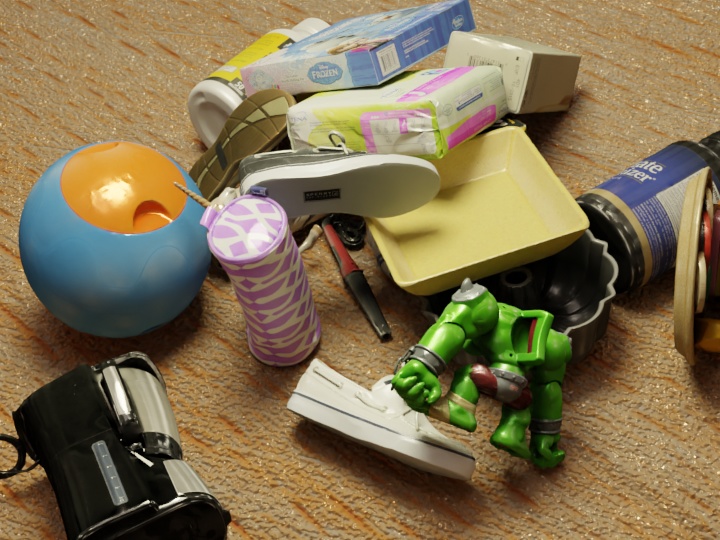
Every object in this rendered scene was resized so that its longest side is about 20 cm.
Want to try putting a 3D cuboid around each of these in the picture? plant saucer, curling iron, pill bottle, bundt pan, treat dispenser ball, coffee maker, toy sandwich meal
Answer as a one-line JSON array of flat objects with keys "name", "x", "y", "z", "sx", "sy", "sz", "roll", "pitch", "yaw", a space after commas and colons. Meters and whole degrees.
[{"name": "plant saucer", "x": 0.105, "y": -0.053, "z": 1.349, "sx": 0.197, "sy": 0.049, "sz": 0.201, "roll": -17, "pitch": 39, "yaw": -7}, {"name": "curling iron", "x": 0.000, "y": 0.000, "z": 1.437, "sx": 0.049, "sy": 0.026, "sz": 0.201, "roll": -16, "pitch": 42, "yaw": -4}, {"name": "pill bottle", "x": 0.319, "y": -0.066, "z": 1.389, "sx": 0.199, "sy": 0.113, "sz": 0.112, "roll": -29, "pitch": 45, "yaw": -21}, {"name": "bundt pan", "x": 0.158, "y": 0.034, "z": 1.329, "sx": 0.199, "sy": 0.076, "sz": 0.203, "roll": -7, "pitch": 39, "yaw": 6}, {"name": "treat dispenser ball", "x": -0.252, "y": -0.032, "z": 1.385, "sx": 0.198, "sy": 0.203, "sz": 0.202, "roll": -5, "pitch": 41, "yaw": 4}, {"name": "pill bottle", "x": -0.109, "y": -0.227, "z": 1.647, "sx": 0.110, "sy": 0.112, "sz": 0.200, "roll": 23, "pitch": 50, "yaw": 31}, {"name": "coffee maker", "x": -0.233, "y": 0.200, "z": 1.198, "sx": 0.191, "sy": 0.135, "sz": 0.201, "roll": -38, "pitch": 43, "yaw": 3}, {"name": "toy sandwich meal", "x": 0.340, "y": -0.001, "z": 1.264, "sx": 0.069, "sy": 0.207, "sz": 0.206, "roll": 5, "pitch": 43, "yaw": 18}]

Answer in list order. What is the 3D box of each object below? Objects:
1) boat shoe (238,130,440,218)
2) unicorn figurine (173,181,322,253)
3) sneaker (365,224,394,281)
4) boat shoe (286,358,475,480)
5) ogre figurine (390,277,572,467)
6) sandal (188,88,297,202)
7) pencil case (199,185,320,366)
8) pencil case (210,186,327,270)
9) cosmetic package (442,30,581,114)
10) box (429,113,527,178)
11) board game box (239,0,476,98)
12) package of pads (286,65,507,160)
[{"name": "boat shoe", "x": -0.022, "y": -0.094, "z": 1.319, "sx": 0.196, "sy": 0.074, "sz": 0.069, "roll": -8, "pitch": 45, "yaw": -4}, {"name": "unicorn figurine", "x": -0.097, "y": -0.042, "z": 1.377, "sx": 0.073, "sy": 0.201, "sz": 0.137, "roll": 29, "pitch": 58, "yaw": 32}, {"name": "sneaker", "x": 0.109, "y": -0.039, "z": 1.442, "sx": 0.197, "sy": 0.076, "sz": 0.089, "roll": -15, "pitch": 57, "yaw": -2}, {"name": "boat shoe", "x": 0.029, "y": 0.125, "z": 1.243, "sx": 0.200, "sy": 0.075, "sz": 0.087, "roll": 18, "pitch": 78, "yaw": 35}, {"name": "ogre figurine", "x": 0.122, "y": 0.090, "z": 1.177, "sx": 0.198, "sy": 0.098, "sz": 0.121, "roll": 25, "pitch": 81, "yaw": -14}, {"name": "sandal", "x": -0.130, "y": -0.132, "z": 1.525, "sx": 0.054, "sy": 0.200, "sz": 0.081, "roll": 15, "pitch": 43, "yaw": -39}, {"name": "pencil case", "x": -0.095, "y": 0.013, "z": 1.309, "sx": 0.084, "sy": 0.201, "sz": 0.085, "roll": 6, "pitch": 53, "yaw": 17}, {"name": "pencil case", "x": -0.093, "y": -0.078, "z": 1.501, "sx": 0.199, "sy": 0.079, "sz": 0.089, "roll": -30, "pitch": 31, "yaw": -22}, {"name": "cosmetic package", "x": 0.176, "y": -0.229, "z": 1.552, "sx": 0.104, "sy": 0.072, "sz": 0.199, "roll": 19, "pitch": 14, "yaw": 23}, {"name": "box", "x": 0.088, "y": -0.145, "z": 1.518, "sx": 0.157, "sy": 0.050, "sz": 0.200, "roll": -13, "pitch": 19, "yaw": -7}, {"name": "board game box", "x": -0.002, "y": -0.253, "z": 1.530, "sx": 0.197, "sy": 0.044, "sz": 0.199, "roll": -2, "pitch": 23, "yaw": 41}, {"name": "package of pads", "x": 0.037, "y": -0.167, "z": 1.437, "sx": 0.198, "sy": 0.069, "sz": 0.154, "roll": 1, "pitch": 23, "yaw": 35}]
